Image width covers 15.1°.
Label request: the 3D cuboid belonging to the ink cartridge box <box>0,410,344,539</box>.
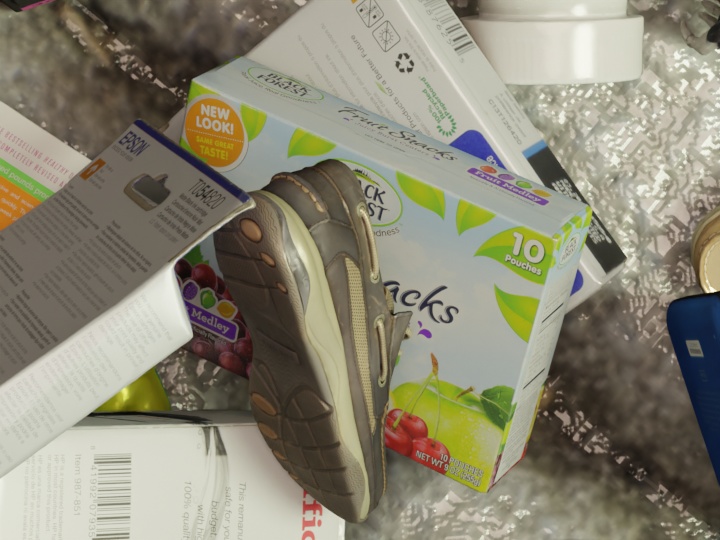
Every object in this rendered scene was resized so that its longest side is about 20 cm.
[{"bbox_3d":[-0.111,0.142,1.304,0.199,0.084,0.146,1,92,-37],"label":"ink cartridge box"}]

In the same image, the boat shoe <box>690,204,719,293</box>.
[{"bbox_3d":[0.257,-0.008,1.338,0.199,0.069,0.074,-6,112,19],"label":"boat shoe"}]

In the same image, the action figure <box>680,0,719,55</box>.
[{"bbox_3d":[0.211,-0.148,1.348,0.119,0.102,0.200,-43,105,-3],"label":"action figure"}]

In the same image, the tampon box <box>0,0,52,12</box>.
[{"bbox_3d":[-0.138,-0.248,1.340,0.149,0.126,0.201,-17,90,1],"label":"tampon box"}]

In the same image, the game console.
[{"bbox_3d":[0.233,0.079,1.296,0.118,0.200,0.172,-18,89,-1],"label":"game console"}]

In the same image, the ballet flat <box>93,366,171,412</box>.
[{"bbox_3d":[-0.179,0.114,1.368,0.200,0.067,0.067,-37,102,-1],"label":"ballet flat"}]

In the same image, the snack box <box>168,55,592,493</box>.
[{"bbox_3d":[0.000,0.000,1.311,0.199,0.053,0.143,24,117,19],"label":"snack box"}]

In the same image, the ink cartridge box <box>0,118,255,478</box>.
[{"bbox_3d":[-0.145,0.020,1.230,0.200,0.200,0.041,-37,112,-7],"label":"ink cartridge box"}]

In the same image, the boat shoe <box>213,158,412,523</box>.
[{"bbox_3d":[-0.008,0.035,1.246,0.073,0.201,0.074,-36,49,-24],"label":"boat shoe"}]

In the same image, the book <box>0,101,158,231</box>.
[{"bbox_3d":[-0.199,0.023,1.341,0.133,0.048,0.200,32,77,12],"label":"book"}]

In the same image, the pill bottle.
[{"bbox_3d":[0.094,-0.195,1.341,0.109,0.110,0.201,-1,98,0],"label":"pill bottle"}]

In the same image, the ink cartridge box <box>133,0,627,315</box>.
[{"bbox_3d":[0.002,-0.029,1.356,0.200,0.047,0.198,-36,89,36],"label":"ink cartridge box"}]
